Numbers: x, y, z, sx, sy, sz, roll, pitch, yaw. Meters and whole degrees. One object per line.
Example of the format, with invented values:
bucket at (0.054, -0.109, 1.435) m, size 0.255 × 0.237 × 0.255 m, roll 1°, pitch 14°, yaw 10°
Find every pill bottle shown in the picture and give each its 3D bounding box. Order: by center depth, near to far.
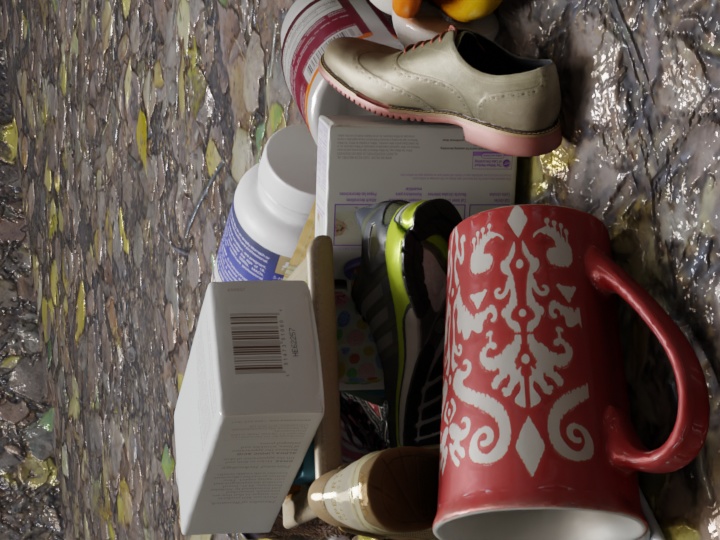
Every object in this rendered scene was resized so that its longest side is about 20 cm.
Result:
pill bottle at (-0.005, -0.166, 1.290) m, size 0.200 × 0.113 × 0.115 m, roll -115°, pitch 29°, yaw -61°
pill bottle at (-0.069, -0.038, 1.478) m, size 0.201 × 0.119 × 0.120 m, roll 111°, pitch 148°, yaw -47°

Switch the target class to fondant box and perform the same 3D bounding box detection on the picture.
fondant box at (0.038, -0.014, 1.157) m, size 0.058 × 0.143 × 0.202 m, roll -132°, pitch 43°, yaw -73°

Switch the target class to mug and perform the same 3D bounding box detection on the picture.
mug at (0.132, 0.068, 0.989) m, size 0.134 × 0.176 × 0.202 m, roll 57°, pitch -150°, yaw -64°

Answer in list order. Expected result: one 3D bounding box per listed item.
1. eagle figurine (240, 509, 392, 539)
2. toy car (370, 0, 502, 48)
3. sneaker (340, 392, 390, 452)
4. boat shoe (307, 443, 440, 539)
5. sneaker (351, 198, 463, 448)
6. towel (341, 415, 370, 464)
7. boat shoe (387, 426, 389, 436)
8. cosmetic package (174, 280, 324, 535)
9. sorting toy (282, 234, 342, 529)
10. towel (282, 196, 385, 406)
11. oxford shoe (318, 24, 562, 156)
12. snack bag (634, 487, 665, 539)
eagle figurine at (-0.049, 0.246, 1.350) m, size 0.151 × 0.198 × 0.152 m, roll 110°, pitch 149°, yaw -46°
toy car at (0.029, -0.258, 1.153) m, size 0.200 × 0.149 × 0.176 m, roll -119°, pitch 33°, yaw -49°
sneaker at (0.009, 0.123, 1.359) m, size 0.081 × 0.074 × 0.201 m, roll 112°, pitch 147°, yaw -48°
boat shoe at (0.047, 0.149, 1.041) m, size 0.064 × 0.199 × 0.072 m, roll -13°, pitch 71°, yaw 39°
sneaker at (0.036, 0.040, 1.100) m, size 0.081 × 0.073 × 0.202 m, roll 22°, pitch 118°, yaw 51°
towel at (-0.050, 0.133, 1.348) m, size 0.030 × 0.146 × 0.200 m, roll -48°, pitch 4°, yaw 17°
boat shoe at (0.056, 0.118, 1.216) m, size 0.200 × 0.071 × 0.073 m, roll -118°, pitch 29°, yaw -67°
cosmetic package at (-0.081, 0.099, 1.065) m, size 0.200 × 0.073 × 0.102 m, roll 112°, pitch 155°, yaw -57°
sorting toy at (-0.046, 0.087, 1.121) m, size 0.200 × 0.036 × 0.187 m, roll 125°, pitch 143°, yaw -73°
towel at (0.000, 0.000, 1.262) m, size 0.146 × 0.022 × 0.201 m, roll 16°, pitch 81°, yaw 39°
oxford shoe at (0.058, -0.146, 1.105) m, size 0.199 × 0.070 × 0.075 m, roll 19°, pitch 127°, yaw 25°
snack bag at (0.140, 0.175, 1.099) m, size 0.201 × 0.021 × 0.189 m, roll 107°, pitch 151°, yaw -42°
